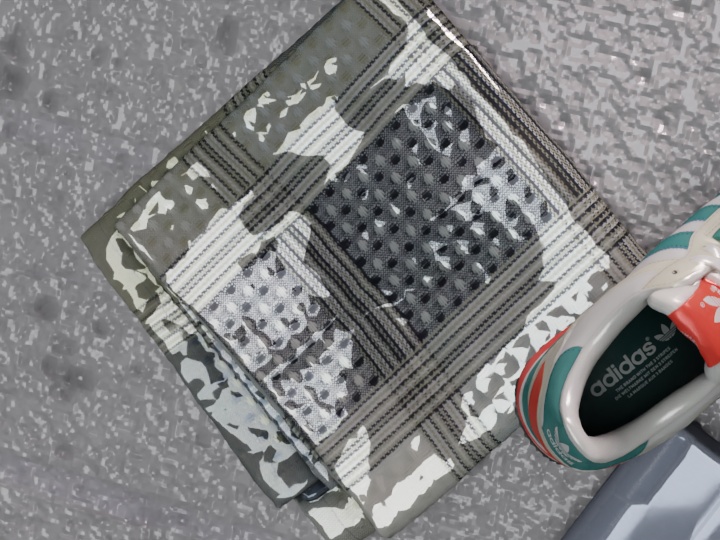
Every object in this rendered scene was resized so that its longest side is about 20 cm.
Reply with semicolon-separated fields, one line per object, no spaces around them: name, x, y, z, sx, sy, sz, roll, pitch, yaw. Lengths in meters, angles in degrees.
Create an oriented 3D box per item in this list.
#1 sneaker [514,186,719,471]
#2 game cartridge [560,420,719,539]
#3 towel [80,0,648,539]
sneaker;0.146;0.009;0.741;0.200;0.093;0.070;-41;93;2
game cartridge;0.169;0.167;0.806;0.200;0.040;0.134;37;109;7
towel;0.000;0.000;0.824;0.200;0.035;0.193;-41;87;17
